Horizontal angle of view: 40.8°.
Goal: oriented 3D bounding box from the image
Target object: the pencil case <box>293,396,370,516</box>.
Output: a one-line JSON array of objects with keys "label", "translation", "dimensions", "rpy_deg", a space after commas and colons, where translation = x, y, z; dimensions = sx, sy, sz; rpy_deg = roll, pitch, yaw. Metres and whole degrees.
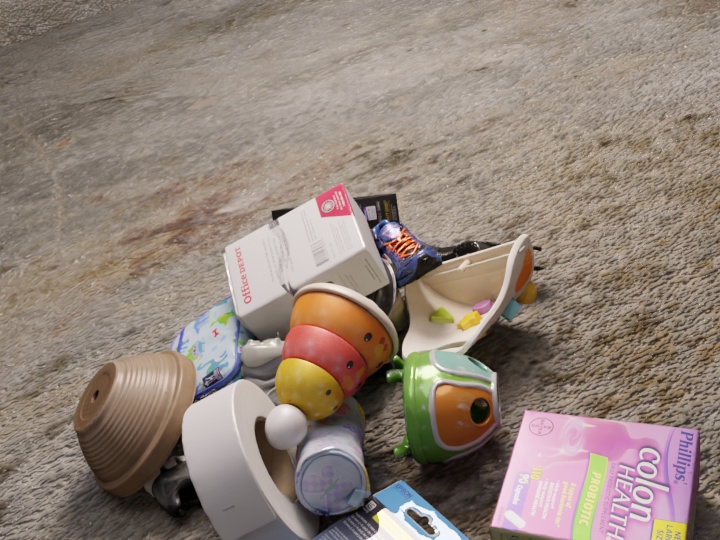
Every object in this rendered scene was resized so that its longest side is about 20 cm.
[{"label": "pencil case", "translation": [-0.032, 0.216, 1.171], "dimensions": [0.090, 0.084, 0.200], "rpy_deg": [14, 14, -6]}]

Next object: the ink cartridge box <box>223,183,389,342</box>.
[{"label": "ink cartridge box", "translation": [-0.078, -0.007, 1.340], "dimensions": [0.199, 0.084, 0.146], "rpy_deg": [-28, 45, 9]}]

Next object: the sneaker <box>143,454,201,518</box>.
[{"label": "sneaker", "translation": [-0.175, 0.252, 1.240], "dimensions": [0.199, 0.067, 0.091], "rpy_deg": [-29, 41, -15]}]

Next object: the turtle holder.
[{"label": "turtle holder", "translation": [0.110, 0.172, 1.209], "dimensions": [0.130, 0.186, 0.143], "rpy_deg": [-7, 67, 10]}]

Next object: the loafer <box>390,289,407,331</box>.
[{"label": "loafer", "translation": [-0.002, 0.056, 1.449], "dimensions": [0.075, 0.069, 0.199], "rpy_deg": [-39, 26, -23]}]

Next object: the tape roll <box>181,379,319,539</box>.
[{"label": "tape roll", "translation": [-0.125, 0.232, 1.120], "dimensions": [0.070, 0.203, 0.203], "rpy_deg": [-26, 34, 8]}]

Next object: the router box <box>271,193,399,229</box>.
[{"label": "router box", "translation": [-0.044, -0.087, 1.569], "dimensions": [0.155, 0.053, 0.200], "rpy_deg": [-10, 5, -18]}]

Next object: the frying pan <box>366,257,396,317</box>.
[{"label": "frying pan", "translation": [0.011, -0.001, 1.366], "dimensions": [0.114, 0.031, 0.192], "rpy_deg": [-10, 71, 50]}]

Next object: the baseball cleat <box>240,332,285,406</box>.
[{"label": "baseball cleat", "translation": [-0.062, 0.135, 1.286], "dimensions": [0.198, 0.108, 0.070], "rpy_deg": [-1, -3, -16]}]

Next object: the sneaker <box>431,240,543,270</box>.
[{"label": "sneaker", "translation": [0.171, -0.011, 1.470], "dimensions": [0.103, 0.061, 0.199], "rpy_deg": [4, -10, -37]}]

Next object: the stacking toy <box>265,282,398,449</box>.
[{"label": "stacking toy", "translation": [-0.053, 0.130, 1.154], "dimensions": [0.145, 0.147, 0.201], "rpy_deg": [9, 53, 29]}]

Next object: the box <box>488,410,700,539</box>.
[{"label": "box", "translation": [0.260, 0.257, 1.055], "dimensions": [0.198, 0.097, 0.176], "rpy_deg": [4, 39, 23]}]

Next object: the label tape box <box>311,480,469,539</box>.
[{"label": "label tape box", "translation": [0.013, 0.337, 1.058], "dimensions": [0.199, 0.067, 0.143], "rpy_deg": [-29, 38, -25]}]

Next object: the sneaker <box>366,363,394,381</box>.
[{"label": "sneaker", "translation": [-0.050, 0.124, 1.373], "dimensions": [0.197, 0.061, 0.105], "rpy_deg": [-7, 31, 3]}]

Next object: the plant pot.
[{"label": "plant pot", "translation": [-0.309, 0.183, 1.267], "dimensions": [0.200, 0.092, 0.202], "rpy_deg": [-38, 32, 30]}]

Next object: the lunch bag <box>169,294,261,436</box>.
[{"label": "lunch bag", "translation": [-0.205, 0.135, 1.359], "dimensions": [0.160, 0.082, 0.201], "rpy_deg": [-34, 29, 21]}]

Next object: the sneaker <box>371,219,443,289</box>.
[{"label": "sneaker", "translation": [0.055, -0.028, 1.381], "dimensions": [0.075, 0.079, 0.200], "rpy_deg": [-32, 14, -11]}]

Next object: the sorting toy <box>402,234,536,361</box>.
[{"label": "sorting toy", "translation": [0.138, 0.059, 1.323], "dimensions": [0.199, 0.107, 0.180], "rpy_deg": [-17, 23, 41]}]
